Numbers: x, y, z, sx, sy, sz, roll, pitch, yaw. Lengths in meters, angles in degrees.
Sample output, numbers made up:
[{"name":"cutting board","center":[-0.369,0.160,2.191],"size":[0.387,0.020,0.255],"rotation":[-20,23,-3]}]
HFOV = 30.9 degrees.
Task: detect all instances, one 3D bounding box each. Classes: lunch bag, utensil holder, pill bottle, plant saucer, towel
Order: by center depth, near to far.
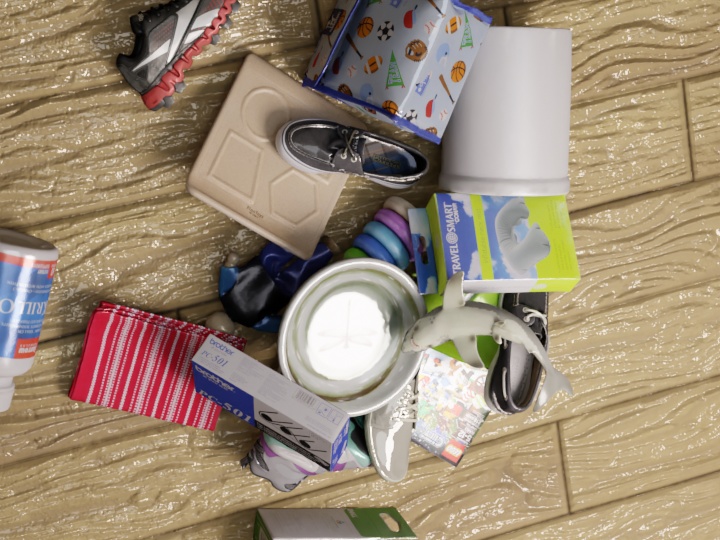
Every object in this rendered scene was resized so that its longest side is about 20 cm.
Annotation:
[{"name":"pill bottle","center":[-0.431,0.058,1.538],"size":[0.111,0.112,0.203],"rotation":[12,98,-18]},{"name":"lunch bag","center":[0.028,-0.270,1.566],"size":[0.123,0.199,0.172],"rotation":[21,97,-51]},{"name":"plant saucer","center":[-0.014,0.077,1.592],"size":[0.197,0.050,0.203],"rotation":[-7,109,-21]},{"name":"towel","center":[-0.255,0.124,1.629],"size":[0.197,0.023,0.146],"rotation":[15,115,-18]},{"name":"utensil holder","center":[0.185,-0.202,1.635],"size":[0.167,0.170,0.204],"rotation":[0,99,-16]}]

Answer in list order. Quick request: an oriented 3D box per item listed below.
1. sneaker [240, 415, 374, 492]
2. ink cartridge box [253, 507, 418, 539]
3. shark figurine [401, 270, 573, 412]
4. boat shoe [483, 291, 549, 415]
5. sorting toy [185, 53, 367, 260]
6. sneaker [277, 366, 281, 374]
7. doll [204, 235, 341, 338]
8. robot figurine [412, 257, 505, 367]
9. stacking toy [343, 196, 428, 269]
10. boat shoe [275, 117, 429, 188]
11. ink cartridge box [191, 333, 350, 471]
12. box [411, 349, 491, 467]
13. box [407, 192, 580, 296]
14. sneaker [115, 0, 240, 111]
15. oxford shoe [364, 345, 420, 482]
[{"name":"sneaker","center":[-0.066,0.243,1.694],"size":[0.198,0.079,0.140],"rotation":[17,133,-35]},{"name":"ink cartridge box","center":[-0.035,0.359,1.717],"size":[0.197,0.104,0.060],"rotation":[2,101,-17]},{"name":"shark figurine","center":[0.166,0.071,1.565],"size":[0.212,0.089,0.130],"rotation":[20,109,16]},{"name":"boat shoe","center":[0.205,0.081,1.627],"size":[0.073,0.060,0.203],"rotation":[21,79,-21]},{"name":"sorting toy","center":[-0.103,-0.139,1.612],"size":[0.184,0.036,0.202],"rotation":[30,72,-20]},{"name":"sneaker","center":[-0.043,0.115,1.672],"size":[0.077,0.091,0.201],"rotation":[33,91,-19]},{"name":"doll","center":[-0.115,0.021,1.655],"size":[0.199,0.048,0.137],"rotation":[-40,108,-5]},{"name":"robot figurine","center":[0.152,0.044,1.700],"size":[0.200,0.115,0.176],"rotation":[46,69,-20]},{"name":"stacking toy","center":[0.000,0.000,1.644],"size":[0.200,0.085,0.086],"rotation":[-44,109,-15]},{"name":"boat shoe","center":[-0.005,-0.145,1.602],"size":[0.198,0.066,0.071],"rotation":[17,76,-23]},{"name":"ink cartridge box","center":[-0.107,0.159,1.560],"size":[0.198,0.094,0.044],"rotation":[29,63,12]},{"name":"box","center":[0.083,0.156,1.745],"size":[0.199,0.038,0.138],"rotation":[31,91,-19]},{"name":"box","center":[0.164,-0.034,1.608],"size":[0.197,0.048,0.124],"rotation":[-1,66,-14]},{"name":"sneaker","center":[-0.217,-0.293,1.549],"size":[0.098,0.071,0.201],"rotation":[37,91,-22]},{"name":"oxford shoe","center":[0.048,0.170,1.663],"size":[0.075,0.057,0.204],"rotation":[4,88,-47]}]
